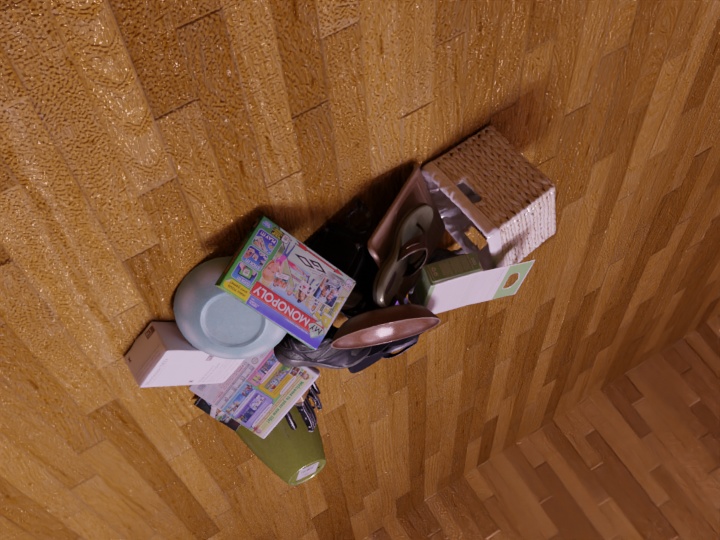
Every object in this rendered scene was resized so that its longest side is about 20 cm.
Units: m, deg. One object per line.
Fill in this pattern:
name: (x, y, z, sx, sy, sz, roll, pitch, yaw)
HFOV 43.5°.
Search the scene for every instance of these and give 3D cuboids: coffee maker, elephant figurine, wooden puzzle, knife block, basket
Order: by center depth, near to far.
wooden puzzle: (0.081, -0.063, 1.619, 0.200, 0.037, 0.185, -62, 146, -24)
coffee maker: (0.000, 0.000, 1.645, 0.192, 0.135, 0.200, -42, 153, 11)
basket: (0.240, -0.126, 1.655, 0.161, 0.198, 0.200, -38, 153, -5)
knife block: (-0.146, 0.230, 1.796, 0.064, 0.176, 0.200, -15, 159, 20)
elephant figurine: (0.153, -0.003, 1.807, 0.141, 0.156, 0.200, -7, 157, 1)

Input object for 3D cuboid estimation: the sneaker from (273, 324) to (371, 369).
sneaker: (-0.051, 0.127, 1.674, 0.199, 0.076, 0.114, 4, 144, -31)

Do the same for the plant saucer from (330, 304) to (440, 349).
plant saucer: (0.041, 0.096, 1.597, 0.200, 0.037, 0.200, -12, 167, -3)

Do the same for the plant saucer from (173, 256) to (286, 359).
plant saucer: (-0.211, 0.074, 1.499, 0.200, 0.039, 0.201, -3, 118, -5)

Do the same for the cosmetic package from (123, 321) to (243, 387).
cosmetic package: (-0.305, 0.149, 1.602, 0.200, 0.074, 0.102, 3, 134, -52)

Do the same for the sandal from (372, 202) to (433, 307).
sandal: (0.084, -0.022, 1.548, 0.201, 0.057, 0.080, -65, 147, -18)

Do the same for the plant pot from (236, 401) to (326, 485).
plant pot: (-0.165, 0.358, 1.959, 0.187, 0.200, 0.187, -27, 152, -16)

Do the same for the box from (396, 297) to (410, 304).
box: (0.037, 0.079, 1.844, 0.122, 0.106, 0.200, -33, 153, 0)

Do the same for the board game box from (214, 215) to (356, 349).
board game box: (-0.119, 0.021, 1.473, 0.200, 0.029, 0.135, 35, 78, -23)

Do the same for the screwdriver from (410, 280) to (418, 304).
screwdriver: (0.103, 0.058, 1.711, 0.029, 0.028, 0.200, -39, 163, -9)

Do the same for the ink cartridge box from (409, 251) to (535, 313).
ink cartridge box: (0.198, 0.018, 1.625, 0.200, 0.048, 0.146, -15, 156, -14)

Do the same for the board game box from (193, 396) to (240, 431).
board game box: (-0.239, 0.228, 1.779, 0.200, 0.105, 0.023, -50, -173, 31)

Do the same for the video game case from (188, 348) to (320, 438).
video game case: (-0.206, 0.210, 1.733, 0.200, 0.182, 0.022, -50, -170, 26)

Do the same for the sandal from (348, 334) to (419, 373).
sandal: (0.066, 0.158, 1.840, 0.200, 0.043, 0.076, -33, 154, 1)
